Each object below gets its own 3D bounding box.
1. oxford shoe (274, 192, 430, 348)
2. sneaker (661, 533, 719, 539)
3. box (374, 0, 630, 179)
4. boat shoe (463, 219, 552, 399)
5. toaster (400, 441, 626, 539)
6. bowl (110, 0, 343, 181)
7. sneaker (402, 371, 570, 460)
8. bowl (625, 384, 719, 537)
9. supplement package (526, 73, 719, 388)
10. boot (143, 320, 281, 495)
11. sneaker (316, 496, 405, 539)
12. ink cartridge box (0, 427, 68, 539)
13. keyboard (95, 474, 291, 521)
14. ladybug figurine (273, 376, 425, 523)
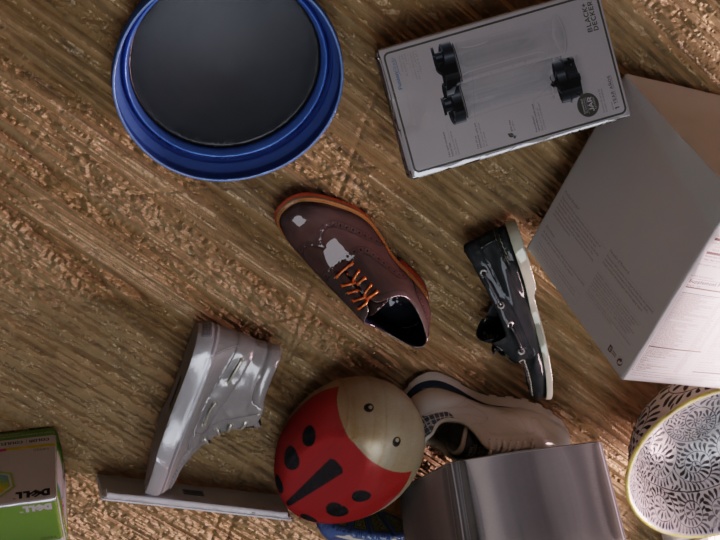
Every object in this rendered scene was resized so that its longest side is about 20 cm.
[{"bbox_3d":[0.000,0.000,1.503,0.071,0.073,0.200,-42,122,18],"label":"oxford shoe"},{"bbox_3d":[0.393,0.337,1.815,0.072,0.085,0.201,-22,124,7],"label":"sneaker"},{"bbox_3d":[0.120,-0.161,1.395,0.198,0.060,0.118,-17,95,-1],"label":"box"},{"bbox_3d":[0.142,0.047,1.566,0.065,0.075,0.201,-15,126,2],"label":"boat shoe"},{"bbox_3d":[0.149,0.249,1.590,0.179,0.120,0.200,-6,165,-19],"label":"toaster"},{"bbox_3d":[-0.115,-0.171,1.381,0.198,0.040,0.202,-6,125,-8],"label":"bowl"},{"bbox_3d":[0.132,0.172,1.648,0.198,0.081,0.077,16,118,-23],"label":"sneaker"},{"bbox_3d":[0.359,0.172,1.676,0.199,0.095,0.202,-6,126,-8],"label":"bowl"},{"bbox_3d":[0.288,-0.034,1.453,0.146,0.192,0.201,6,125,-33],"label":"supplement package"},{"bbox_3d":[-0.143,0.147,1.574,0.095,0.074,0.201,16,119,-14],"label":"boot"},{"bbox_3d":[0.048,0.286,1.713,0.198,0.076,0.089,4,128,-11],"label":"sneaker"},{"bbox_3d":[-0.353,0.249,1.525,0.146,0.201,0.076,-6,126,-8],"label":"ink cartridge box"},{"bbox_3d":[-0.169,0.231,1.641,0.198,0.056,0.011,10,99,-18],"label":"keyboard"},{"bbox_3d":[-0.020,0.187,1.596,0.136,0.072,0.200,46,127,3],"label":"ladybug figurine"}]
